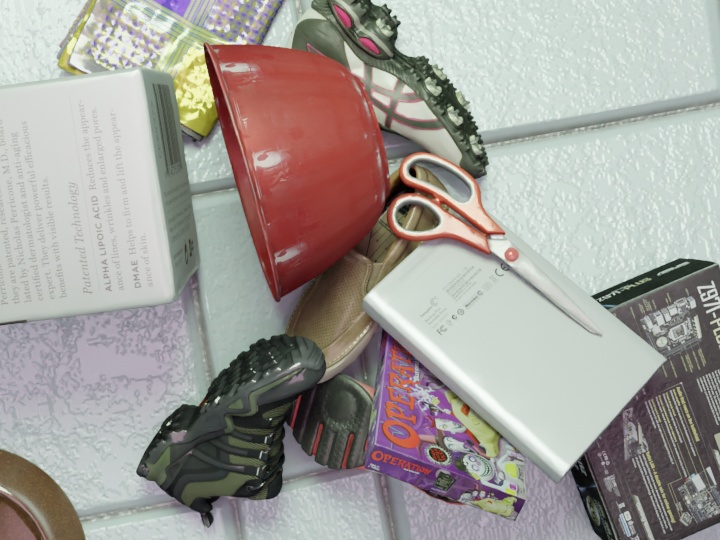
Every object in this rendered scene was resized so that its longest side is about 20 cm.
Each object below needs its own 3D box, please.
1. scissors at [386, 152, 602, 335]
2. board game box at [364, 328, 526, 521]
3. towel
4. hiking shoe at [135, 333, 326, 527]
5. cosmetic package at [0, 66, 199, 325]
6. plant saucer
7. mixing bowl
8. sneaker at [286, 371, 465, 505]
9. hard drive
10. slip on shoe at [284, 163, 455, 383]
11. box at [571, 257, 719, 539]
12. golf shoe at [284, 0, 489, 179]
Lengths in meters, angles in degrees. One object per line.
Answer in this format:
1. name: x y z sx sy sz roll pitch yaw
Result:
1. scissors: 0.111 -0.025 0.857 0.199 0.014 0.074 27 78 10
2. board game box: 0.069 0.100 0.862 0.119 0.201 0.032 17 121 -4
3. towel: -0.144 -0.221 0.911 0.143 0.023 0.201 31 90 -5
4. hiking shoe: -0.086 0.130 0.890 0.200 0.076 0.101 -37 107 28
5. cosmetic package: -0.236 -0.057 0.827 0.198 0.165 0.167 -8 99 0
6. plant saucer: -0.328 0.247 0.909 0.198 0.034 0.202 0 93 -5
7. mixing bowl: -0.042 -0.087 0.839 0.107 0.200 0.202 -16 94 -7
8. sneaker: 0.025 0.141 0.920 0.199 0.087 0.074 22 89 18
9. hard drive: 0.117 0.049 0.851 0.200 0.027 0.132 41 66 17
10. slip on shoe: 0.000 0.000 0.899 0.200 0.061 0.076 -48 56 -4
11. box: 0.247 0.113 0.927 0.163 0.086 0.201 -23 94 -3
12. golf shoe: 0.026 -0.145 0.915 0.088 0.077 0.200 -39 98 23
